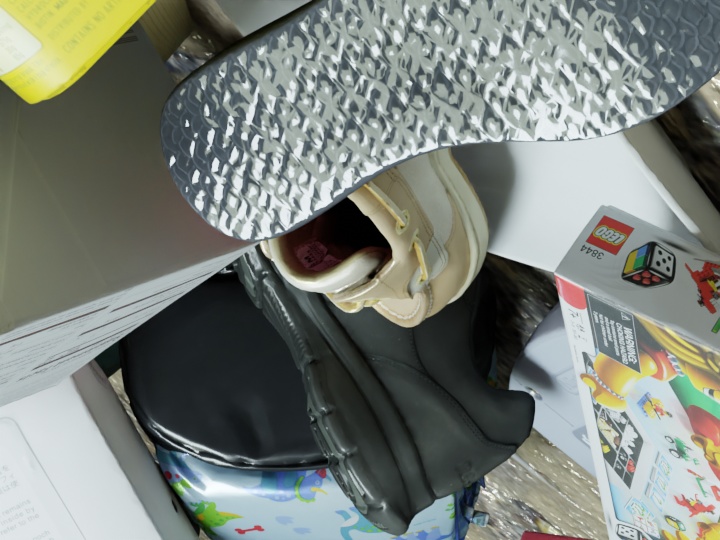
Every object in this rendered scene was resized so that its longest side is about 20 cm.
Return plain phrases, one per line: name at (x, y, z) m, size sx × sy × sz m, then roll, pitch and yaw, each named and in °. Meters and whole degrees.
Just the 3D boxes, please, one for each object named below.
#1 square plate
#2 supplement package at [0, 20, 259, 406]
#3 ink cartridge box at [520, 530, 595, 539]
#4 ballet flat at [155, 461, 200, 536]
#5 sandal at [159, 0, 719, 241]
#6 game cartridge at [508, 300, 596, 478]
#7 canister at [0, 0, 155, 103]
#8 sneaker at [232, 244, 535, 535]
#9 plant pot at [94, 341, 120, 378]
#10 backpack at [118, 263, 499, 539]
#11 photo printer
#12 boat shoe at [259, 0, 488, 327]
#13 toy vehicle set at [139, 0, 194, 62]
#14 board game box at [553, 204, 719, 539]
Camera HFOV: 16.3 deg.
square plate at (0.028, -0.069, 0.841) m, size 0.200 × 0.028 × 0.198 m, roll 17°, pitch 153°, yaw 52°
supplement package at (-0.154, -0.055, 0.808) m, size 0.201 × 0.111 × 0.156 m, roll 60°, pitch -150°, yaw 5°
ink cartridge box at (0.166, 0.185, 1.029) m, size 0.199 × 0.083 × 0.147 m, roll 5°, pitch 149°, yaw 30°
ballet flat at (-0.166, 0.093, 1.109) m, size 0.199 × 0.068 × 0.046 m, roll 10°, pitch -153°, yaw -21°
sandal at (0.026, -0.067, 0.716) m, size 0.200 × 0.043 × 0.076 m, roll -16°, pitch 105°, yaw 35°
game cartridge at (0.126, 0.056, 0.960) m, size 0.133 × 0.041 × 0.200 m, roll 36°, pitch 164°, yaw -4°
canister at (-0.119, -0.161, 0.699) m, size 0.200 × 0.148 × 0.087 m, roll 42°, pitch -164°, yaw -18°
sneaker at (0.000, 0.000, 0.994) m, size 0.201 × 0.090 × 0.076 m, roll 64°, pitch 172°, yaw 6°
plant pot at (-0.173, -0.023, 1.130) m, size 0.161 × 0.201 × 0.201 m, roll 6°, pitch 146°, yaw 48°
backpack at (-0.012, 0.072, 1.116) m, size 0.162 × 0.155 × 0.200 m, roll -5°, pitch 173°, yaw 2°
photo printer at (-0.158, 0.119, 1.056) m, size 0.070 × 0.166 × 0.200 m, roll -112°, pitch -4°, yaw -59°
boat shoe at (-0.005, -0.024, 0.857) m, size 0.074 × 0.069 × 0.200 m, roll 33°, pitch 163°, yaw 20°
toy vehicle set at (-0.160, -0.164, 0.991) m, size 0.200 × 0.027 × 0.124 m, roll 33°, pitch 163°, yaw 18°
board game box at (0.136, 0.068, 0.848) m, size 0.126 × 0.035 × 0.200 m, roll 26°, pitch 156°, yaw 26°
